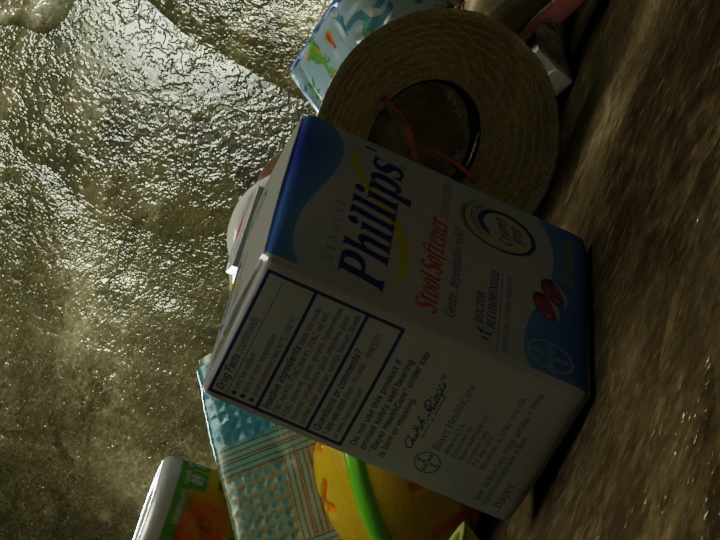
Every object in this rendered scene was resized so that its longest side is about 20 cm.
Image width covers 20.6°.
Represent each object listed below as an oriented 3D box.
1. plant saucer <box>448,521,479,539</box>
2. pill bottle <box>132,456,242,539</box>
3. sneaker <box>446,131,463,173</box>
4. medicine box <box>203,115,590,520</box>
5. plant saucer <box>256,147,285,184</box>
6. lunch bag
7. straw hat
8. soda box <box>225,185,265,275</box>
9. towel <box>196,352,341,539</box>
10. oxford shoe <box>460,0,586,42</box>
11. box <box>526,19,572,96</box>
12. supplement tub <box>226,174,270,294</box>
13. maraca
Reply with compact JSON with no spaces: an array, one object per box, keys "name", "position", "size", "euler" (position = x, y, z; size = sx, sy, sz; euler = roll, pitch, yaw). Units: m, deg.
[{"name":"plant saucer","position":[0.031,0.272,1.097],"size":[0.200,0.048,0.200],"euler":[116,172,-51]},{"name":"pill bottle","position":[-0.067,0.218,1.443],"size":[0.111,0.199,0.111],"euler":[-160,90,-84]},{"name":"sneaker","position":[0.058,-0.074,1.557],"size":[0.076,0.088,0.200],"euler":[-33,9,-33]},{"name":"medicine box","position":[0.025,0.024,1.174],"size":[0.182,0.200,0.103],"euler":[-79,16,-60]},{"name":"plant saucer","position":[0.003,-0.065,1.834],"size":[0.201,0.200,0.037],"euler":[117,152,-54]},{"name":"lunch bag","position":[0.039,-0.198,1.638],"size":[0.161,0.083,0.200],"euler":[-30,-7,-25]},{"name":"straw hat","position":[0.039,-0.095,1.441],"size":[0.202,0.201,0.085],"euler":[-70,22,4]},{"name":"soda box","position":[0.000,0.000,1.536],"size":[0.063,0.199,0.068],"euler":[153,136,-80]},{"name":"towel","position":[-0.030,0.133,1.376],"size":[0.022,0.146,0.201],"euler":[29,-136,-66]},{"name":"oxford shoe","position":[0.101,-0.200,1.513],"size":[0.200,0.075,0.070],"euler":[-39,15,22]},{"name":"box","position":[0.137,-0.178,1.588],"size":[0.041,0.039,0.200],"euler":[-44,14,15]},{"name":"supplement tub","position":[-0.047,0.016,1.783],"size":[0.200,0.144,0.145],"euler":[94,-170,-57]},{"name":"maraca","position":[0.023,0.104,1.274],"size":[0.137,0.107,0.201],"euler":[29,-133,-60]}]
